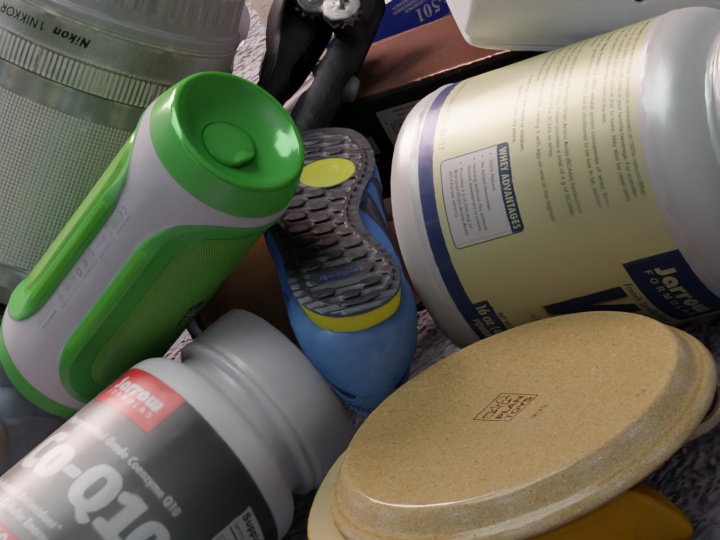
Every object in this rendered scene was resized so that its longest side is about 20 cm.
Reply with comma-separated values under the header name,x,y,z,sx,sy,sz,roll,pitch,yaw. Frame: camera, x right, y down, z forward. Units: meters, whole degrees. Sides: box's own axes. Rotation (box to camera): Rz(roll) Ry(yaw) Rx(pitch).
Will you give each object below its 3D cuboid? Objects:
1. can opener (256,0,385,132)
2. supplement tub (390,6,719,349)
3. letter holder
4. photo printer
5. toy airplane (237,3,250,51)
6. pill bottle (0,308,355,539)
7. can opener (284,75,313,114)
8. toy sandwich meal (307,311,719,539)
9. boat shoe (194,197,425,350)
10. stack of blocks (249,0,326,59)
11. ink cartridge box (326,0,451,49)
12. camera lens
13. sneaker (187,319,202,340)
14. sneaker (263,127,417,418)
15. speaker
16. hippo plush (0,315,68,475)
name,x,y,z,sx,sy,sz,roll,pitch,yaw
can opener,-0.039,-0.087,1.524,0.063,0.079,0.200,17,54,8
supplement tub,0.131,-0.043,1.346,0.200,0.145,0.145,-16,28,32
letter holder,0.087,-0.104,1.580,0.200,0.101,0.142,-15,26,33
photo printer,0.140,-0.166,1.439,0.199,0.070,0.166,0,26,-9
toy airplane,-0.104,-0.102,1.689,0.141,0.200,0.199,-57,-20,5
pill bottle,-0.106,0.115,1.361,0.200,0.114,0.114,-41,25,-19
can opener,0.025,-0.122,1.764,0.200,0.067,0.053,-39,23,16
toy sandwich meal,0.072,0.093,1.258,0.205,0.070,0.205,-21,21,8
boat shoe,0.000,0.000,1.487,0.200,0.071,0.070,-14,3,-20
stack of blocks,0.022,-0.192,1.882,0.200,0.059,0.115,-8,33,43
ink cartridge box,0.021,-0.189,1.745,0.094,0.044,0.200,-31,25,13
camera lens,-0.162,-0.081,1.521,0.160,0.160,0.200,-123,52,-67
sneaker,-0.055,0.017,1.550,0.083,0.072,0.200,-29,24,0
sneaker,-0.012,0.000,1.396,0.066,0.079,0.200,-14,33,-1
speaker,-0.106,-0.010,1.384,0.200,0.088,0.089,-49,8,41
hippo plush,-0.214,0.082,1.541,0.159,0.200,0.161,-9,9,42
